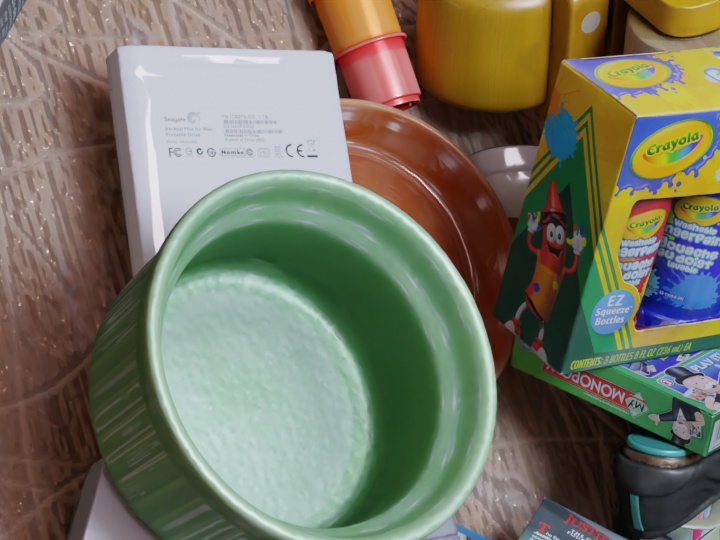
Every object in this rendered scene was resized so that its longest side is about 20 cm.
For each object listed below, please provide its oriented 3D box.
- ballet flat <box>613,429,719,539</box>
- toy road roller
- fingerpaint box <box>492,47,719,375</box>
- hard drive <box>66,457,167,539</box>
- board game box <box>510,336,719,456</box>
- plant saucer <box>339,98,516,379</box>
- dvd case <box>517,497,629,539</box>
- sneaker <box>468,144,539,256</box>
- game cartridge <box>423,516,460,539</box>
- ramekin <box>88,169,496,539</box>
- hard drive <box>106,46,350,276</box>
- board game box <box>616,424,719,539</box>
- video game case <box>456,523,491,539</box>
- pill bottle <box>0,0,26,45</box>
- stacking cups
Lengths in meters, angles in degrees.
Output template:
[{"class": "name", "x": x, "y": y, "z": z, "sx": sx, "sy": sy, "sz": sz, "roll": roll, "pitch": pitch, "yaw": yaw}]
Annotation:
[{"class": "ballet flat", "x": 0.216, "y": 0.111, "z": 1.486, "sx": 0.200, "sy": 0.068, "sz": 0.069, "roll": -14, "pitch": 113, "yaw": -41}, {"class": "toy road roller", "x": 0.122, "y": -0.138, "z": 1.514, "sx": 0.146, "sy": 0.123, "sz": 0.200, "roll": -21, "pitch": 44, "yaw": -25}, {"class": "fingerpaint box", "x": 0.191, "y": -0.039, "z": 1.438, "sx": 0.200, "sy": 0.167, "sz": 0.073, "roll": -7, "pitch": 34, "yaw": -35}, {"class": "hard drive", "x": -0.064, "y": 0.194, "z": 1.283, "sx": 0.200, "sy": 0.026, "sz": 0.132, "roll": 26, "pitch": 59, "yaw": -21}, {"class": "board game box", "x": 0.200, "y": 0.044, "z": 1.504, "sx": 0.200, "sy": 0.134, "sz": 0.029, "roll": -21, "pitch": 128, "yaw": -50}, {"class": "plant saucer", "x": 0.000, "y": 0.000, "z": 1.452, "sx": 0.200, "sy": 0.032, "sz": 0.201, "roll": 8, "pitch": 70, "yaw": -25}, {"class": "dvd case", "x": 0.125, "y": 0.213, "z": 1.359, "sx": 0.146, "sy": 0.022, "sz": 0.200, "roll": 26, "pitch": 38, "yaw": 11}, {"class": "sneaker", "x": 0.156, "y": -0.030, "z": 1.561, "sx": 0.200, "sy": 0.073, "sz": 0.085, "roll": -2, "pitch": 75, "yaw": -23}, {"class": "game cartridge", "x": -0.032, "y": 0.163, "z": 1.353, "sx": 0.200, "sy": 0.038, "sz": 0.130, "roll": -7, "pitch": 79, "yaw": -35}, {"class": "ramekin", "x": -0.040, "y": 0.059, "z": 1.278, "sx": 0.200, "sy": 0.098, "sz": 0.200, "roll": 13, "pitch": 63, "yaw": -28}, {"class": "hard drive", "x": -0.063, "y": -0.024, "z": 1.384, "sx": 0.132, "sy": 0.026, "sz": 0.200, "roll": -1, "pitch": 74, "yaw": -28}, {"class": "board game box", "x": 0.219, "y": 0.157, "z": 1.540, "sx": 0.134, "sy": 0.029, "sz": 0.200, "roll": 25, "pitch": 59, "yaw": -23}, {"class": "video game case", "x": 0.014, "y": 0.196, "z": 1.402, "sx": 0.200, "sy": 0.018, "sz": 0.143, "roll": 27, "pitch": 58, "yaw": -22}, {"class": "pill bottle", "x": -0.235, "y": -0.144, "z": 1.310, "sx": 0.113, "sy": 0.113, "sz": 0.200, "roll": 35, "pitch": 55, "yaw": -18}, {"class": "stacking cups", "x": -0.018, "y": -0.187, "z": 1.517, "sx": 0.060, "sy": 0.060, "sz": 0.200, "roll": -13, "pitch": 84, "yaw": -37}]
